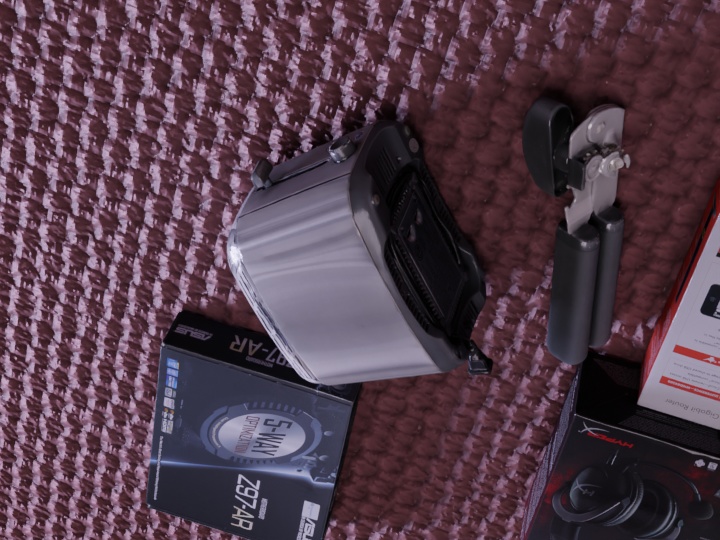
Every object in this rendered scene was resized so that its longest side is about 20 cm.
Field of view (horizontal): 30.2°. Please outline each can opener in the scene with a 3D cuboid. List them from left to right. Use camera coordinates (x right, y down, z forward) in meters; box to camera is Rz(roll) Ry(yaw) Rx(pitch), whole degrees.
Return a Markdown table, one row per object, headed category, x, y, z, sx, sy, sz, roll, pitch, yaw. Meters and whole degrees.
| category | x | y | z | sx | sy | sz | roll | pitch | yaw |
| --- | --- | --- | --- | --- | --- | --- | --- | --- | --- |
| can opener | 0.147 | -0.028 | 0.902 | 0.066 | 0.052 | 0.201 | 30 | 139 | 40 |

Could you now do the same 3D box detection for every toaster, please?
| category | x | y | z | sx | sy | sz | roll | pitch | yaw |
| --- | --- | --- | --- | --- | --- | --- | --- | --- | --- |
| toaster | 0.000 | 0.000 | 0.923 | 0.128 | 0.114 | 0.201 | -12 | 125 | 30 |

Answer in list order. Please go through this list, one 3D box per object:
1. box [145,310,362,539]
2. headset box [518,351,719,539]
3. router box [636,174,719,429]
| category | x | y | z | sx | sy | sz | roll | pitch | yaw |
| --- | --- | --- | --- | --- | --- | --- | --- | --- | --- |
| box | -0.091 | 0.140 | 1.103 | 0.159 | 0.044 | 0.201 | 17 | 130 | 4 |
| headset box | 0.209 | 0.174 | 1.014 | 0.148 | 0.077 | 0.201 | 17 | 129 | 4 |
| router box | 0.307 | 0.042 | 0.897 | 0.198 | 0.049 | 0.180 | 17 | 130 | 4 |
